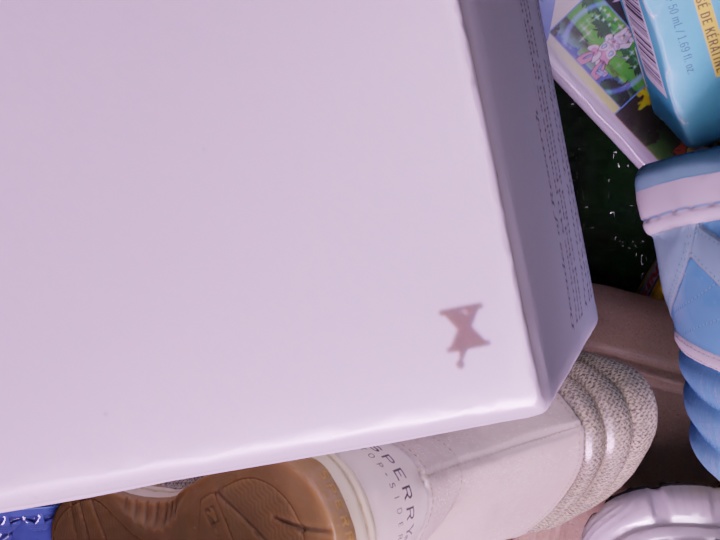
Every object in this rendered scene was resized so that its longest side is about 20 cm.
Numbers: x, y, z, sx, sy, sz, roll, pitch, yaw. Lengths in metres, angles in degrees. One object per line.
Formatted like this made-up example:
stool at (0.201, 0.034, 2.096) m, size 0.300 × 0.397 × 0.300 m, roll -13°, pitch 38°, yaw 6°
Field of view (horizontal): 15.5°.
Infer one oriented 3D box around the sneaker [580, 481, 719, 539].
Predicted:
sneaker at (0.176, 0.124, 0.905) m, size 0.199 × 0.080 × 0.074 m, roll 1°, pitch 142°, yaw -3°

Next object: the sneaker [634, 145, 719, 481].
sneaker at (0.164, 0.018, 0.832) m, size 0.079 × 0.200 × 0.131 m, roll -9°, pitch 91°, yaw -22°

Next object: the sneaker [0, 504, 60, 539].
sneaker at (-0.108, 0.090, 1.000) m, size 0.199 × 0.078 × 0.070 m, roll 4°, pitch 115°, yaw -29°

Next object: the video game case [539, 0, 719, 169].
video game case at (0.126, -0.136, 0.915) m, size 0.182 × 0.022 × 0.200 m, roll -43°, pitch 110°, yaw 6°

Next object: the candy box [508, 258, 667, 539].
candy box at (0.137, 0.055, 1.014) m, size 0.102 × 0.026 × 0.200 m, roll 25°, pitch 110°, yaw -10°

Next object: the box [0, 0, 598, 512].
box at (-0.045, -0.046, 0.818) m, size 0.198 × 0.171 × 0.201 m, roll -10°, pitch 97°, yaw 12°

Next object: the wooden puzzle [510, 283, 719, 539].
wooden puzzle at (0.141, 0.121, 0.964) m, size 0.184 × 0.037 × 0.201 m, roll 15°, pitch 78°, yaw -8°

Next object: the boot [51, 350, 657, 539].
boot at (-0.007, 0.081, 0.908) m, size 0.154 × 0.200 × 0.072 m, roll -18°, pitch 87°, yaw -35°

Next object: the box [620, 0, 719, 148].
box at (0.187, -0.116, 0.894) m, size 0.199 × 0.049 × 0.082 m, roll -21°, pitch 111°, yaw -2°
